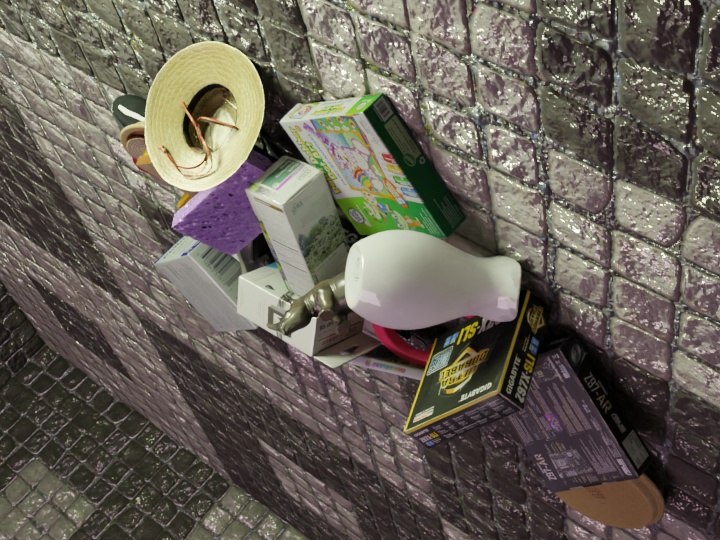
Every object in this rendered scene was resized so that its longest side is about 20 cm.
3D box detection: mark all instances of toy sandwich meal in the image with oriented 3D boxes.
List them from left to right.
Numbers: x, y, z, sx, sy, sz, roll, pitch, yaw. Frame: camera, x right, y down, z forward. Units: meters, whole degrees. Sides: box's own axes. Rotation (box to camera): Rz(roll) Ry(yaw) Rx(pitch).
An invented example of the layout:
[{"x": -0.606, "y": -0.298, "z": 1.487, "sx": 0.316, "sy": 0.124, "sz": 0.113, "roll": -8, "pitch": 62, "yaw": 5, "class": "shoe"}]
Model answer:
[{"x": -0.276, "y": -0.150, "z": 1.654, "sx": 0.204, "sy": 0.071, "sz": 0.205, "roll": 18, "pitch": 160, "yaw": 7, "class": "toy sandwich meal"}, {"x": 0.343, "y": 0.287, "z": 1.575, "sx": 0.204, "sy": 0.070, "sz": 0.206, "roll": 24, "pitch": 147, "yaw": 17, "class": "toy sandwich meal"}]

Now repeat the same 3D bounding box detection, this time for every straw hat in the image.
[{"x": -0.196, "y": -0.203, "z": 1.509, "sx": 0.201, "sy": 0.202, "sz": 0.085, "roll": 32, "pitch": -171, "yaw": 23, "class": "straw hat"}]

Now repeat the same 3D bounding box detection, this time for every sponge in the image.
[{"x": -0.175, "y": -0.095, "z": 1.593, "sx": 0.111, "sy": 0.030, "sz": 0.200, "roll": 25, "pitch": 139, "yaw": -30, "class": "sponge"}]

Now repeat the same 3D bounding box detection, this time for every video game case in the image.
[{"x": 0.039, "y": 0.132, "z": 1.663, "sx": 0.199, "sy": 0.018, "sz": 0.143, "roll": 13, "pitch": -174, "yaw": 4, "class": "video game case"}]

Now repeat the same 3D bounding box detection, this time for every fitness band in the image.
[{"x": 0.110, "y": 0.081, "z": 1.551, "sx": 0.199, "sy": 0.038, "sz": 0.144, "roll": -6, "pitch": 135, "yaw": 37, "class": "fitness band"}]

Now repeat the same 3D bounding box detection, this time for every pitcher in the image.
[{"x": 0.079, "y": 0.014, "z": 1.390, "sx": 0.199, "sy": 0.122, "sz": 0.171, "roll": 5, "pitch": 179, "yaw": -16, "class": "pitcher"}]

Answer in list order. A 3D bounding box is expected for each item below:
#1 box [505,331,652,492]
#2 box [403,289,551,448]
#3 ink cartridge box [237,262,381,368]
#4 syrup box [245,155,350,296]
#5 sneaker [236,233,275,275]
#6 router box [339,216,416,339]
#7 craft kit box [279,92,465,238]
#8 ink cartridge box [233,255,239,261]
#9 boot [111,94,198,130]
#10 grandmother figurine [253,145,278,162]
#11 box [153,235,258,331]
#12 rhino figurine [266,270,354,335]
[{"x": 0.267, "y": 0.191, "z": 1.456, "sx": 0.160, "sy": 0.043, "sz": 0.201, "roll": -27, "pitch": 98, "yaw": 51, "class": "box"}, {"x": 0.149, "y": 0.128, "z": 1.417, "sx": 0.049, "sy": 0.160, "sz": 0.200, "roll": 36, "pitch": 144, "yaw": -16, "class": "box"}, {"x": -0.072, "y": 0.058, "z": 1.622, "sx": 0.199, "sy": 0.116, "sz": 0.067, "roll": 27, "pitch": 123, "yaw": 33, "class": "ink cartridge box"}, {"x": -0.078, "y": -0.052, "z": 1.522, "sx": 0.081, "sy": 0.079, "sz": 0.201, "roll": 24, "pitch": 148, "yaw": 38, "class": "syrup box"}, {"x": -0.132, "y": -0.017, "z": 1.742, "sx": 0.106, "sy": 0.075, "sz": 0.201, "roll": 19, "pitch": 140, "yaw": 21, "class": "sneaker"}, {"x": 0.000, "y": 0.000, "z": 1.638, "sx": 0.199, "sy": 0.051, "sz": 0.150, "roll": 30, "pitch": 153, "yaw": 29, "class": "router box"}, {"x": 0.013, "y": -0.129, "z": 1.405, "sx": 0.200, "sy": 0.049, "sz": 0.197, "roll": 54, "pitch": 158, "yaw": -24, "class": "craft kit box"}, {"x": -0.164, "y": -0.081, "z": 1.803, "sx": 0.162, "sy": 0.050, "sz": 0.201, "roll": 37, "pitch": 138, "yaw": 14, "class": "ink cartridge box"}, {"x": -0.302, "y": -0.245, "z": 1.682, "sx": 0.164, "sy": 0.066, "sz": 0.200, "roll": 35, "pitch": 161, "yaw": -4, "class": "boot"}, {"x": -0.142, "y": -0.141, "z": 1.616, "sx": 0.121, "sy": 0.061, "sz": 0.200, "roll": 3, "pitch": 138, "yaw": 38, "class": "grandmother figurine"}, {"x": -0.251, "y": 0.011, "z": 2.004, "sx": 0.184, "sy": 0.105, "sz": 0.200, "roll": 49, "pitch": 156, "yaw": -16, "class": "box"}, {"x": -0.035, "y": 0.042, "z": 1.484, "sx": 0.088, "sy": 0.199, "sz": 0.060, "roll": -97, "pitch": -17, "yaw": -53, "class": "rhino figurine"}]
